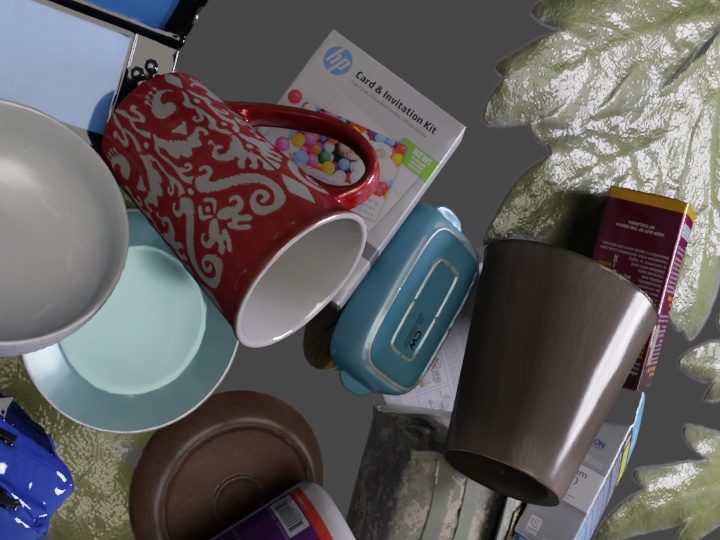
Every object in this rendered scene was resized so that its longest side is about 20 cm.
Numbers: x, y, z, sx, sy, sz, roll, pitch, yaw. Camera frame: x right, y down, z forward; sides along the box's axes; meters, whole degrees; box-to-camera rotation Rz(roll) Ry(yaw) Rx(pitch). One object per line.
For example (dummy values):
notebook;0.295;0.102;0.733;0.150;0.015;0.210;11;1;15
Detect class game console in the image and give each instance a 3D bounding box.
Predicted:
game console;-0.227;-0.191;0.681;0.197;0.116;0.179;16;92;-27

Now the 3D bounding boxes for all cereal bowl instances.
cereal bowl;-0.283;-0.026;0.676;0.197;0.083;0.203;14;61;-26

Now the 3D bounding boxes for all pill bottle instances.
pill bottle;-0.099;0.286;0.795;0.198;0.112;0.114;-29;110;-18

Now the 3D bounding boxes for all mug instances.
mug;-0.094;-0.062;0.721;0.176;0.200;0.134;-27;151;-42

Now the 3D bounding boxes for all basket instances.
basket;0.162;0.099;0.818;0.178;0.136;0.202;25;68;4

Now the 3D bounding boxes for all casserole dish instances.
casserole dish;0.050;0.032;0.838;0.121;0.039;0.202;39;78;-41

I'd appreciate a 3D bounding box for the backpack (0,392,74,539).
backpack;-0.316;0.134;0.605;0.163;0.167;0.200;-49;115;-18

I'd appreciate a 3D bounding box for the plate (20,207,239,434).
plate;-0.202;0.045;0.787;0.197;0.025;0.204;-5;101;-26

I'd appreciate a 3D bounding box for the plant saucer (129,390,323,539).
plant saucer;-0.121;0.219;0.853;0.197;0.034;0.204;-5;102;-26

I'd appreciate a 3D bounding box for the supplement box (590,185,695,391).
supplement box;0.295;0.021;0.964;0.110;0.085;0.203;6;99;-65

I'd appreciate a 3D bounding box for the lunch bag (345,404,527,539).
lunch bag;0.098;0.239;0.912;0.197;0.117;0.167;7;105;-28

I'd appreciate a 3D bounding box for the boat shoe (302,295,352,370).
boat shoe;0.000;0.000;0.858;0.064;0.073;0.203;19;90;-47

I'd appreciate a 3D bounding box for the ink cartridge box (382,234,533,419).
ink cartridge box;0.107;0.070;0.941;0.197;0.057;0.165;-17;107;-1

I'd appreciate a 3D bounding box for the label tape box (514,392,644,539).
label tape box;0.242;0.234;0.971;0.201;0.065;0.144;-57;154;-22

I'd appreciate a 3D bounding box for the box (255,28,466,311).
box;-0.022;-0.091;0.802;0.155;0.041;0.201;36;81;4
